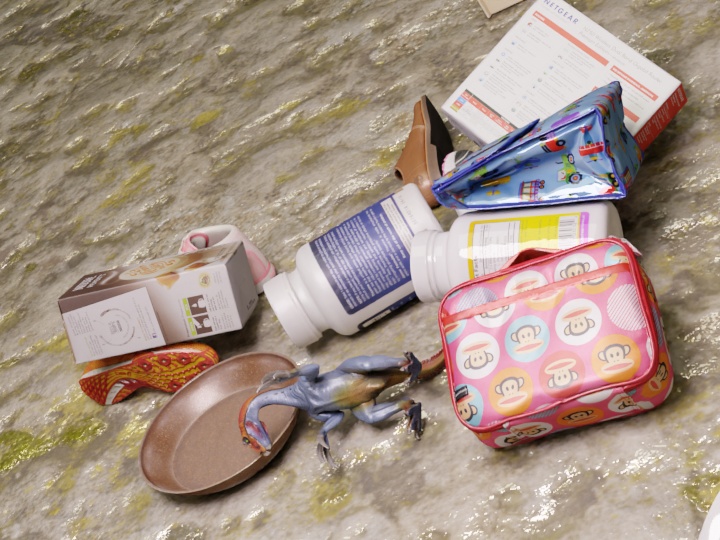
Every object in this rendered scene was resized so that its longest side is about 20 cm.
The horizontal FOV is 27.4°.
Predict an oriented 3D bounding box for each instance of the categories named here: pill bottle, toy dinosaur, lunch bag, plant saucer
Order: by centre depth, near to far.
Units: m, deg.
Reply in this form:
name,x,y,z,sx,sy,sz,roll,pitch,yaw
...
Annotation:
name,x,y,z,sx,sy,sz,roll,pitch,yaw
lunch bag,0.174,0.056,1.341,0.200,0.082,0.177,-19,59,19
pill bottle,0.155,-0.011,1.456,0.199,0.104,0.104,-4,39,21
toy dinosaur,-0.025,0.133,1.466,0.181,0.105,0.200,-5,6,30
lunch bag,0.169,-0.106,1.477,0.200,0.094,0.151,-16,12,21
plant saucer,-0.141,0.168,1.559,0.200,0.037,0.201,-22,32,15
pill bottle,0.000,0.000,1.598,0.200,0.111,0.111,-30,31,3

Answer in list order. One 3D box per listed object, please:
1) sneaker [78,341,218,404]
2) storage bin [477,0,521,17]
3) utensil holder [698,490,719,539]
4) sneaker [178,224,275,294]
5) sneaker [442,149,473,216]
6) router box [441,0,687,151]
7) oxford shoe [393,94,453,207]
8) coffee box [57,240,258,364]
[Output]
name,x,y,z,sx,sy,sz,roll,pitch,yaw
sneaker,-0.245,0.101,1.708,0.200,0.073,0.077,-9,41,33
storage bin,0.176,-0.490,2.052,0.094,0.199,0.200,-22,32,22
utensil holder,0.341,0.217,0.944,0.200,0.170,0.170,11,51,45
sneaker,-0.211,0.012,1.777,0.200,0.105,0.075,-28,33,9
sneaker,0.150,-0.063,1.604,0.086,0.080,0.200,-21,44,7
router box,0.219,-0.179,1.598,0.180,0.049,0.200,-47,62,-1
oxford shoe,0.071,-0.145,1.784,0.071,0.071,0.200,-25,32,20
coffee box,-0.228,0.035,1.677,0.199,0.080,0.114,-13,12,9
